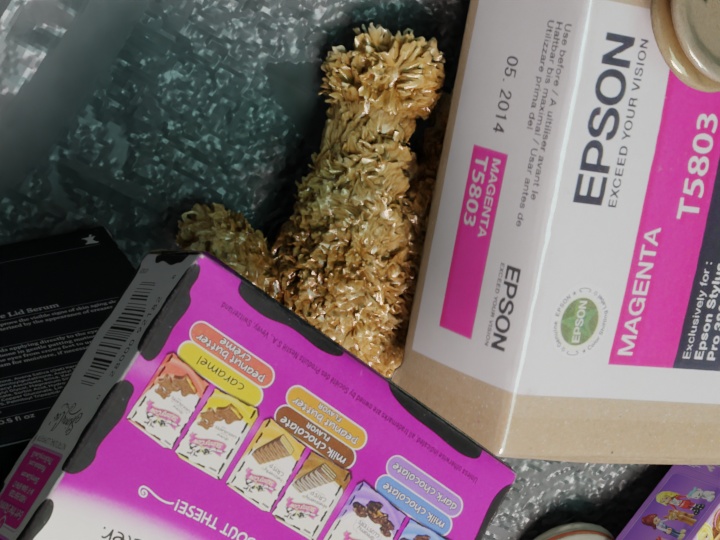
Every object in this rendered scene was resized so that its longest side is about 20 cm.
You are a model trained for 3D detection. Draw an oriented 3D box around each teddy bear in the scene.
[{"bbox_3d":[0.000,0.000,0.808,0.200,0.067,0.145,-48,125,2],"label":"teddy bear"}]

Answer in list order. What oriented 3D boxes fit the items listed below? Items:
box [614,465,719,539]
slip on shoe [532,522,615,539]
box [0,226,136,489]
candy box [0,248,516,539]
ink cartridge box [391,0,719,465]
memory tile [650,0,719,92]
[{"bbox_3d":[0.139,0.198,0.960,0.200,0.039,0.137,-47,133,-27],"label":"box"},{"bbox_3d":[0.083,0.215,0.974,0.074,0.061,0.201,12,108,-31],"label":"slip on shoe"},{"bbox_3d":[-0.161,0.062,0.709,0.199,0.141,0.079,-12,123,-22],"label":"box"},{"bbox_3d":[-0.059,0.113,0.635,0.136,0.061,0.201,36,77,-19],"label":"candy box"},{"bbox_3d":[0.112,-0.027,0.792,0.164,0.075,0.201,4,101,-36],"label":"ink cartridge box"},{"bbox_3d":[0.108,-0.178,0.723,0.200,0.017,0.153,51,57,-18],"label":"memory tile"}]
